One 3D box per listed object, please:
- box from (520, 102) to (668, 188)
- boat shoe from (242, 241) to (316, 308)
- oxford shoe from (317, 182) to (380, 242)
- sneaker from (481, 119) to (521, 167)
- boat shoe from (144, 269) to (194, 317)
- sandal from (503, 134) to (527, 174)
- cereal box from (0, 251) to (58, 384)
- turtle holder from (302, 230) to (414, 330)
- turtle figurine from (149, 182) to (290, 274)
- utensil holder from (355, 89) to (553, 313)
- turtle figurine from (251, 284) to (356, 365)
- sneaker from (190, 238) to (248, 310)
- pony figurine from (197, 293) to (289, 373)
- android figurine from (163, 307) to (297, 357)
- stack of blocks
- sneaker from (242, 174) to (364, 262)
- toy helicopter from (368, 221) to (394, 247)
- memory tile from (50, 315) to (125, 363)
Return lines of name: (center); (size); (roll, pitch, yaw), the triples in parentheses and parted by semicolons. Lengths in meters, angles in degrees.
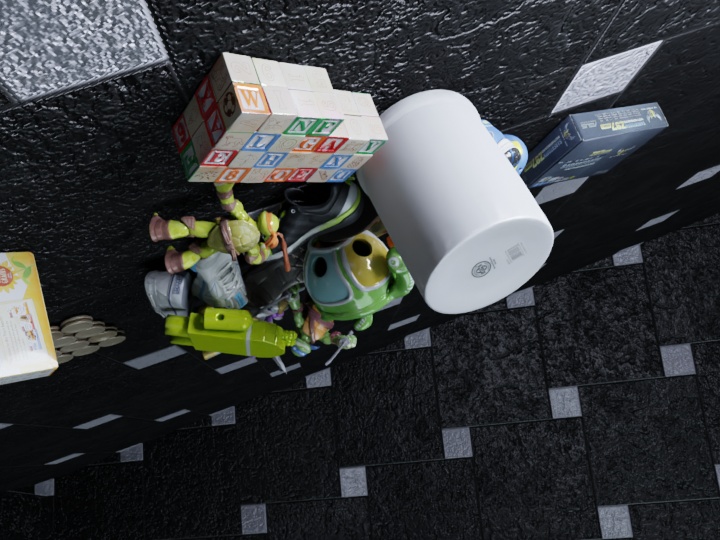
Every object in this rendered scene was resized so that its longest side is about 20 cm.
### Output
box: (0.382, -0.206, 1.045); (0.198, 0.052, 0.158); (-14, 163, -26)
boat shoe: (-0.120, -0.011, 1.046); (0.198, 0.077, 0.072); (-26, -158, -16)
oxford shoe: (0.020, -0.097, 0.899); (0.198, 0.072, 0.071); (-29, 168, 24)
sneaker: (0.142, -0.128, 0.893); (0.075, 0.078, 0.200); (-17, 159, -43)
boat shoe: (-0.297, 0.037, 0.977); (0.064, 0.075, 0.200); (11, 158, -8)
sandal: (0.203, -0.153, 0.953); (0.086, 0.081, 0.200); (-20, 175, -16)
cereal box: (-0.437, 0.056, 0.656); (0.198, 0.146, 0.039); (-5, 161, -46)
turtle holder: (-0.010, 0.005, 0.955); (0.140, 0.133, 0.185); (-35, -149, -17)
turtle figurine: (-0.164, -0.038, 0.771); (0.159, 0.065, 0.201); (-13, 145, 1)
utensil holder: (0.103, -0.076, 0.724); (0.168, 0.202, 0.171); (-16, 146, -11)
turtle figurine: (-0.058, 0.066, 1.108); (0.195, 0.143, 0.200); (-58, 158, -12)
sneaker: (-0.195, 0.012, 0.909); (0.075, 0.087, 0.200); (-43, 171, -23)
pony figurine: (-0.212, 0.107, 1.195); (0.197, 0.168, 0.194); (-15, 150, -5)
android figurine: (-0.198, 0.100, 0.974); (0.197, 0.042, 0.182); (5, 160, -6)
stack of blocks: (-0.067, -0.141, 0.620); (0.198, 0.059, 0.115); (-7, 161, -43)
sneaker: (-0.090, -0.082, 0.847); (0.198, 0.072, 0.083); (-26, 141, 16)
toy helicopter: (0.052, -0.080, 1.049); (0.131, 0.080, 0.199); (-23, 180, -33)
memory tile: (-0.502, 0.121, 1.074); (0.151, 0.017, 0.200); (-20, 165, -6)
